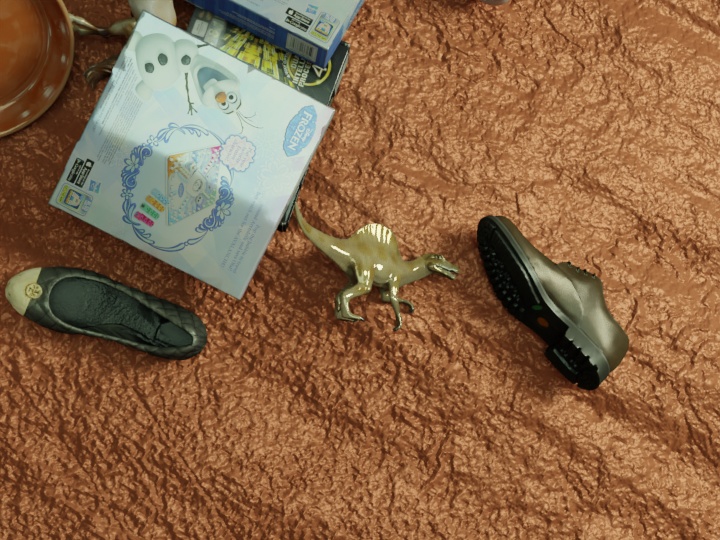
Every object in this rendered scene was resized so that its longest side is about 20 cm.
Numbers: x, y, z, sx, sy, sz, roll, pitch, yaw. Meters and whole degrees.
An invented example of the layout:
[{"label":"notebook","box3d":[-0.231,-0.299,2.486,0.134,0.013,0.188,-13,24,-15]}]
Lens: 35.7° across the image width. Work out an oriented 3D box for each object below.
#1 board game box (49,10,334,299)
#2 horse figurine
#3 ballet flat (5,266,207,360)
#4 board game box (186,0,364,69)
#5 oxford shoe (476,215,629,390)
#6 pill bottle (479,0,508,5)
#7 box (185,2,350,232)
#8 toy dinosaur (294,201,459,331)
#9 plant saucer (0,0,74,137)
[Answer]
[{"label":"board game box","box3d":[-0.156,-0.106,1.052,0.199,0.043,0.200,27,94,-2]},{"label":"horse figurine","box3d":[-0.222,-0.260,1.075,0.132,0.200,0.050,11,46,-4]},{"label":"ballet flat","box3d":[-0.243,0.037,1.078,0.200,0.057,0.067,15,80,-3]},{"label":"board game box","box3d":[-0.079,-0.328,1.123,0.200,0.043,0.199,28,67,2]},{"label":"oxford shoe","box3d":[0.193,0.019,1.125,0.084,0.073,0.200,-38,89,-26]},{"label":"pill bottle","box3d":[0.178,-0.375,1.148,0.200,0.109,0.109,-43,88,-9]},{"label":"box","box3d":[-0.117,-0.158,1.121,0.161,0.049,0.200,20,81,0]},{"label":"toy dinosaur","box3d":[0.000,0.000,1.098,0.200,0.058,0.101,16,81,-31]},{"label":"plant saucer","box3d":[-0.372,-0.213,1.050,0.200,0.200,0.032,-25,44,-8]}]
